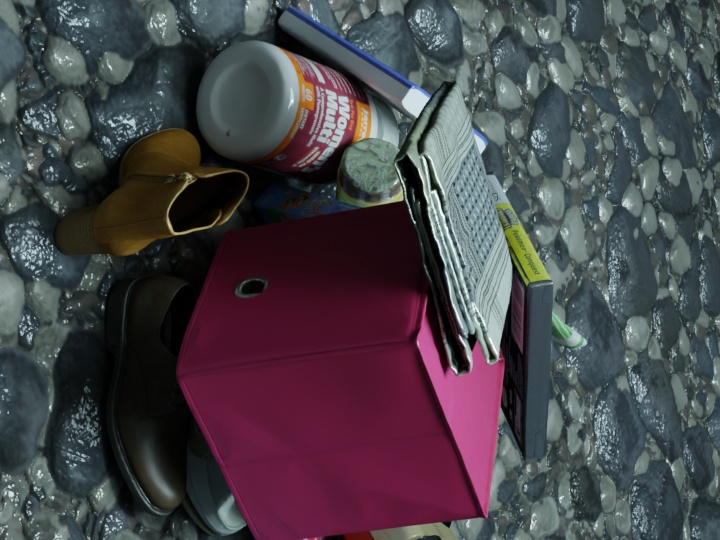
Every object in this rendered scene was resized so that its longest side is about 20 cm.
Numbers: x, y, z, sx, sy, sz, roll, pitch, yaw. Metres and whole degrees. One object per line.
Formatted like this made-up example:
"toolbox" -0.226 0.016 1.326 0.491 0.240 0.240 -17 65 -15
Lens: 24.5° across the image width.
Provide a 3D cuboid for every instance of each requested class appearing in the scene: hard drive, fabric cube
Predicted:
"hard drive" 0.020 -0.182 1.596 0.132 0.200 0.025 31 96 -48
"fabric cube" -0.008 0.081 1.357 0.196 0.199 0.200 -75 150 -50

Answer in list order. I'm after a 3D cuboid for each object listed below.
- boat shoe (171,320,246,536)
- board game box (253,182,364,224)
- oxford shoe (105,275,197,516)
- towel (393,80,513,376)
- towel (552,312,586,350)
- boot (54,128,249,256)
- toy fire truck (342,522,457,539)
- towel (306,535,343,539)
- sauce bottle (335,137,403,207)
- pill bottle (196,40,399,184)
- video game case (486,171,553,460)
"boat shoe" -0.123 0.132 1.423 0.075 0.068 0.200 -20 100 -54
"board game box" 0.000 0.000 1.517 0.037 0.200 0.151 -44 122 -20
"oxford shoe" -0.161 0.102 1.364 0.073 0.084 0.200 -1 86 -56
"towel" 0.082 -0.037 1.318 0.200 0.034 0.193 -60 138 -62
"towel" 0.141 0.002 1.715 0.023 0.153 0.200 -48 125 -7
"boot" -0.145 -0.068 1.366 0.201 0.144 0.071 -46 121 -49
"toy fire truck" 0.006 0.309 1.543 0.129 0.200 0.176 57 6 29
"towel" -0.009 0.189 1.505 0.200 0.022 0.145 -43 153 -26
"sauce bottle" 0.006 -0.044 1.571 0.200 0.065 0.065 95 11 -57
"pill bottle" -0.053 -0.140 1.539 0.200 0.109 0.110 12 73 -56
"video game case" 0.136 0.040 1.517 0.181 0.025 0.200 -111 -165 -52
